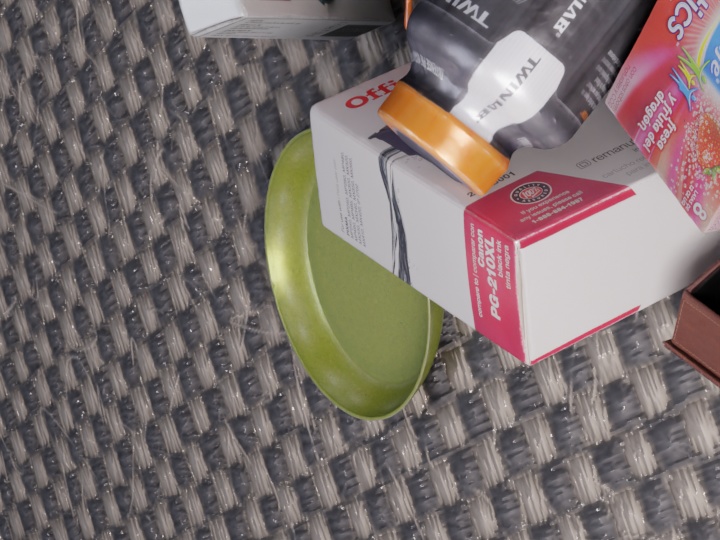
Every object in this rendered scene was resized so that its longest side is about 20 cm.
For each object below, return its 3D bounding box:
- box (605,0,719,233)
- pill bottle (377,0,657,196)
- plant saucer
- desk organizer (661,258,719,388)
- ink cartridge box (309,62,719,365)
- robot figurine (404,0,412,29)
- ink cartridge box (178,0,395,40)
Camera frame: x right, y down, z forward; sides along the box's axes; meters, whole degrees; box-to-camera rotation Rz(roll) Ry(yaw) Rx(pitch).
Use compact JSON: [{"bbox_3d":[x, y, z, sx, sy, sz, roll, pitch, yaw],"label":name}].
[{"bbox_3d":[0.213,-0.123,1.124,0.095,0.102,0.200,57,143,28],"label":"box"},{"bbox_3d":[0.095,-0.136,1.206,0.200,0.106,0.106,-52,45,0],"label":"pill bottle"},{"bbox_3d":[0.000,0.000,1.583,0.200,0.031,0.200,30,127,51],"label":"plant saucer"},{"bbox_3d":[0.246,0.046,1.169,0.200,0.072,0.077,40,132,44],"label":"desk organizer"},{"bbox_3d":[0.085,-0.048,1.307,0.200,0.145,0.085,35,142,47],"label":"ink cartridge box"},{"bbox_3d":[0.016,-0.244,1.364,0.200,0.144,0.117,65,166,0],"label":"robot figurine"},{"bbox_3d":[-0.062,-0.228,1.437,0.043,0.200,0.174,-18,86,27],"label":"ink cartridge box"}]
